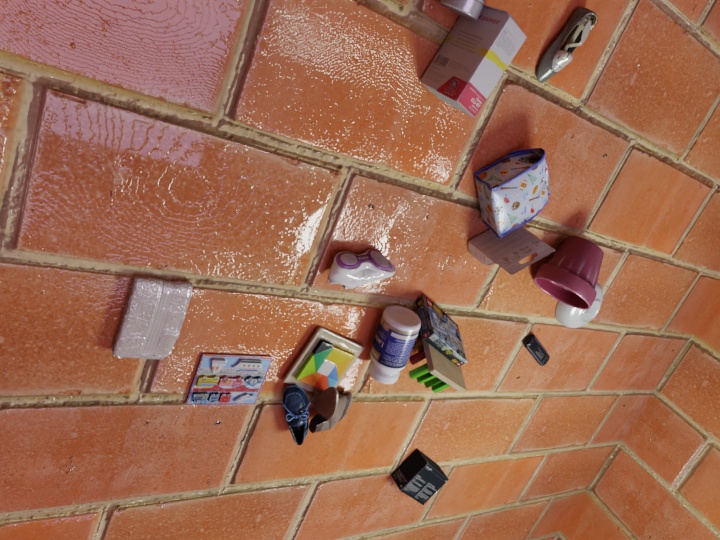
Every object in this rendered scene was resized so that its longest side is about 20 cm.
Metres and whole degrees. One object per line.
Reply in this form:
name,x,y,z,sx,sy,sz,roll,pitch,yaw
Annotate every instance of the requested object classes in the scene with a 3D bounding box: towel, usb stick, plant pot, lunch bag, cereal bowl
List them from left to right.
towel,-0.454,0.107,1.251,0.130,0.034,0.204,8,114,-38
lunch bag,0.422,-0.221,1.566,0.196,0.125,0.172,-27,131,-5
usb stick,0.655,0.297,2.134,0.056,0.032,0.200,-50,134,-4
plant pot,0.689,-0.002,1.859,0.199,0.198,0.182,37,82,-43
cereal bowl,0.810,0.128,2.090,0.196,0.083,0.204,-18,129,-23

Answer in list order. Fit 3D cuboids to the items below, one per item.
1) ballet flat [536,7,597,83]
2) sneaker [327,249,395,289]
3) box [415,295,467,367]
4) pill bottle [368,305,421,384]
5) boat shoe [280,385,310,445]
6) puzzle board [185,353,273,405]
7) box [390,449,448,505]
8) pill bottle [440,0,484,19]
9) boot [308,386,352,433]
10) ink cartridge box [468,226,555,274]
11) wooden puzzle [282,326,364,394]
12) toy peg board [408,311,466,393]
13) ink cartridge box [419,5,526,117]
ballet flat,0.517,-0.560,1.439,0.067,0.064,0.202,22,106,-41
sneaker,0.000,0.000,1.476,0.196,0.076,0.100,2,137,-35
box,0.238,0.180,1.689,0.039,0.139,0.199,-29,133,23
pill bottle,0.092,0.213,1.636,0.113,0.116,0.204,0,119,-33
boat shoe,-0.171,0.408,1.608,0.082,0.069,0.204,-10,127,2
puzzle board,-0.331,0.281,1.464,0.196,0.017,0.154,9,114,-38
box,0.222,0.765,2.123,0.141,0.079,0.200,-41,133,1
pill bottle,0.244,-0.631,1.171,0.112,0.114,0.204,9,115,-37
boot,-0.073,0.385,1.655,0.145,0.070,0.202,-18,146,-50
ink cartridge box,0.423,-0.056,1.621,0.158,0.200,0.051,-27,132,-14
wooden puzzle,-0.097,0.263,1.596,0.198,0.037,0.187,27,102,-43
toy peg board,0.211,0.257,1.723,0.096,0.203,0.199,-28,139,24
ink cartridge box,0.246,-0.464,1.263,0.082,0.145,0.202,23,106,-42
